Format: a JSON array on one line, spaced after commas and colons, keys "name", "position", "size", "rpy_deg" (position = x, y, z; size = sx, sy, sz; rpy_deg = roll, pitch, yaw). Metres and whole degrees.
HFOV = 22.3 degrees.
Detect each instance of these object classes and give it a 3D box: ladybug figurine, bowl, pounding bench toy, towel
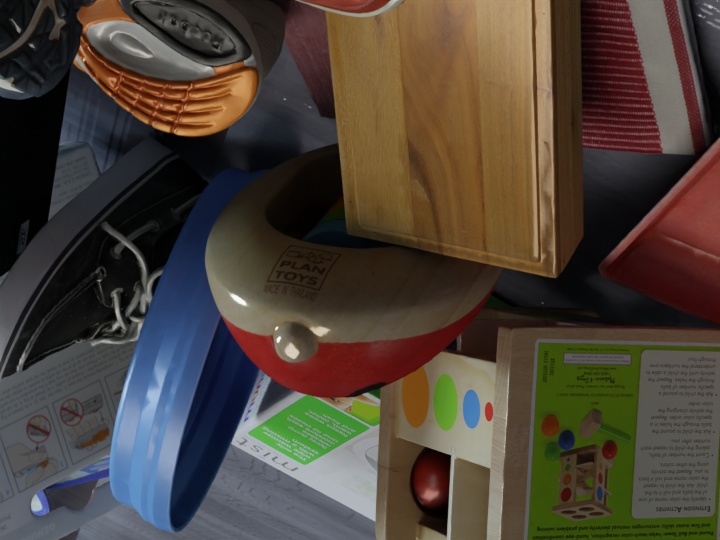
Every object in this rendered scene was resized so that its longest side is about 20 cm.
[{"name": "ladybug figurine", "position": [0.000, 0.000, 0.844], "size": [0.134, 0.200, 0.073], "rpy_deg": [11, 117, 19]}, {"name": "bowl", "position": [-0.083, 0.039, 0.979], "size": [0.039, 0.202, 0.201], "rpy_deg": [19, 155, 6]}, {"name": "pounding bench toy", "position": [0.123, 0.086, 0.929], "size": [0.198, 0.126, 0.156], "rpy_deg": [1, -177, -23]}, {"name": "towel", "position": [0.050, -0.109, 0.789], "size": [0.198, 0.023, 0.144], "rpy_deg": [9, 149, 25]}]

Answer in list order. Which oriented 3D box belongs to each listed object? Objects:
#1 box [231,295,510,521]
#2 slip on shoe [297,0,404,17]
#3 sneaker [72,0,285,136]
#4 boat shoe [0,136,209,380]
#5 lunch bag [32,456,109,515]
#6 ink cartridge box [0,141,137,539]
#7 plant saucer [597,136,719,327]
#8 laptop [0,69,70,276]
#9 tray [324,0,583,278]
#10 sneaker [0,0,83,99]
[{"name": "box", "position": [0.046, 0.087, 1.089], "size": [0.199, 0.097, 0.176], "rpy_deg": [30, 152, -14]}, {"name": "slip on shoe", "position": [-0.070, -0.144, 0.670], "size": [0.199, 0.061, 0.074], "rpy_deg": [26, 132, -5]}, {"name": "sneaker", "position": [-0.123, -0.129, 0.797], "size": [0.199, 0.092, 0.076], "rpy_deg": [32, 116, 3]}, {"name": "boat shoe", "position": [-0.134, 0.003, 0.961], "size": [0.068, 0.200, 0.074], "rpy_deg": [33, 125, 3]}, {"name": "lunch bag", "position": [-0.216, 0.071, 1.156], "size": [0.198, 0.128, 0.171], "rpy_deg": [-15, 151, -7]}, {"name": "ink cartridge box", "position": [-0.193, 0.048, 1.016], "size": [0.047, 0.159, 0.202], "rpy_deg": [-2, 109, 49]}, {"name": "plant saucer", "position": [0.228, -0.010, 0.797], "size": [0.198, 0.037, 0.200], "rpy_deg": [23, 155, -4]}, {"name": "laptop", "position": [-0.244, -0.050, 0.843], "size": [0.198, 0.104, 0.178], "rpy_deg": [11, 138, -8]}, {"name": "tray", "position": [0.036, -0.095, 0.723], "size": [0.098, 0.037, 0.201], "rpy_deg": [12, 131, 23]}, {"name": "sneaker", "position": [-0.193, -0.148, 0.735], "size": [0.200, 0.078, 0.086], "rpy_deg": [49, 146, -8]}]
